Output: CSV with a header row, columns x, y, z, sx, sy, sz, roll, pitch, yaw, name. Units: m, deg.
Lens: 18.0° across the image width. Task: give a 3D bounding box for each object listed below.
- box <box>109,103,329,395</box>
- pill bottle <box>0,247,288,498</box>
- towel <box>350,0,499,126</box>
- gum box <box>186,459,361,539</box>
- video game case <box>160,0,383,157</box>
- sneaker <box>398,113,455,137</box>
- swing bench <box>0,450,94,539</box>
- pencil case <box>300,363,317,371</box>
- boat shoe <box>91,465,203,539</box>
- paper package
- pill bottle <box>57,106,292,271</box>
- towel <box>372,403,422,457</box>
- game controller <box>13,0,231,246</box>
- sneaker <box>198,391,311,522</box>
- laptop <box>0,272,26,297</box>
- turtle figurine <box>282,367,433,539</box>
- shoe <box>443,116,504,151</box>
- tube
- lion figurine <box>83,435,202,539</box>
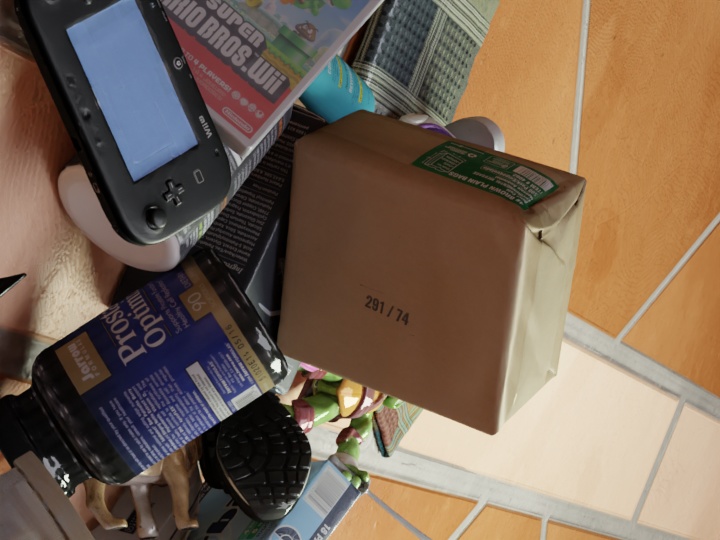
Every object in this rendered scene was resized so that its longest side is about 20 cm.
x,y,z,sx,sy,sz,roll,pitch,yaw,name
-0.085,-0.023,1.758,0.200,0.104,0.148,-65,156,-7,box
-0.160,0.081,1.604,0.200,0.112,0.112,-33,149,-5,pill bottle
0.048,-0.189,1.998,0.200,0.035,0.193,31,79,-63,towel
-0.109,0.231,1.818,0.045,0.200,0.170,46,64,-17,gum box
-0.080,-0.189,1.603,0.200,0.143,0.017,-51,-178,-34,video game case
0.009,-0.055,1.922,0.200,0.083,0.081,-40,150,-15,sneaker
-0.259,0.262,1.527,0.199,0.130,0.200,-31,144,-17,swing bench
0.000,0.000,1.851,0.200,0.091,0.094,-42,-171,13,pencil case
-0.188,0.231,1.803,0.200,0.072,0.066,-57,150,-42,boat shoe
0.048,-0.003,1.683,0.103,0.200,0.191,-37,140,-50,paper package
-0.118,-0.102,1.621,0.200,0.106,0.106,-54,152,-30,pill bottle
0.067,0.074,2.256,0.200,0.022,0.147,-55,152,-26,towel
-0.154,-0.119,1.499,0.104,0.042,0.200,-32,107,-31,game controller
-0.091,0.148,1.806,0.076,0.200,0.088,-1,123,-17,sneaker
-0.300,0.108,1.407,0.187,0.116,0.200,-44,146,-41,laptop
0.004,0.119,1.980,0.194,0.200,0.144,7,138,-42,turtle figurine
0.086,-0.068,2.046,0.091,0.071,0.200,-14,149,-47,shoe
-0.044,-0.164,1.794,0.050,0.077,0.200,-25,157,11,tube
-0.185,0.140,1.722,0.200,0.072,0.123,12,65,-59,lion figurine
